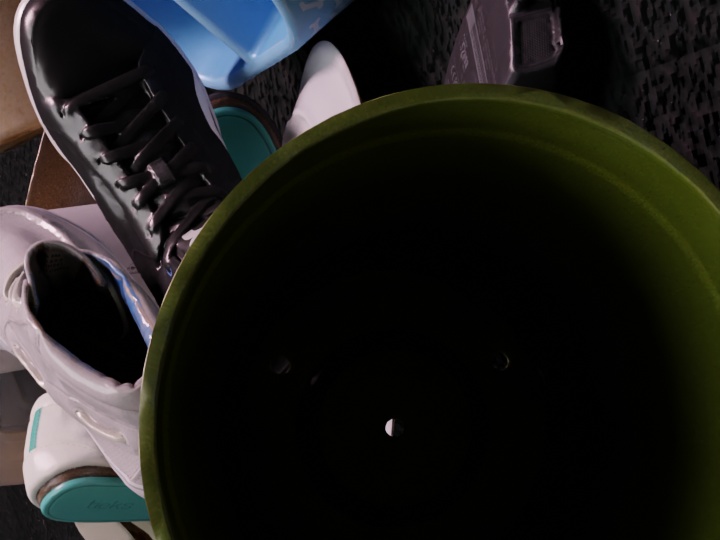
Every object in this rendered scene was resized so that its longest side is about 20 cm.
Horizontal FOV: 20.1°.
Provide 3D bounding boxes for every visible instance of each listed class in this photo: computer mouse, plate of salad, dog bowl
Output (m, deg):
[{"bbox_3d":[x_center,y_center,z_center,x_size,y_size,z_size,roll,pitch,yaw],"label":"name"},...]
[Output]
[{"bbox_3d":[0.069,-0.097,0.678,0.200,0.034,0.059,114,155,-52],"label":"computer mouse"},{"bbox_3d":[0.000,0.000,0.887,0.200,0.048,0.201,175,90,-79],"label":"plate of salad"},{"bbox_3d":[-0.064,-0.133,0.889,0.111,0.050,0.200,40,165,-12],"label":"dog bowl"}]

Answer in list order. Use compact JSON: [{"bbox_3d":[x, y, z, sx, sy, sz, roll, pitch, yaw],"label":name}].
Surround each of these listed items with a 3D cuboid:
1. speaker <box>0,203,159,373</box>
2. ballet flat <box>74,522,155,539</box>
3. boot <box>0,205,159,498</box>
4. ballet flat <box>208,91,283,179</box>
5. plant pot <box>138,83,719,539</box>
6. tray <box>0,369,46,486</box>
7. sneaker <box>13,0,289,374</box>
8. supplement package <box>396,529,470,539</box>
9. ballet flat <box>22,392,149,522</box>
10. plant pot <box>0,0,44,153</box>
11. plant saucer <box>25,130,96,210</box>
[{"bbox_3d":[-0.147,0.007,1.056,0.081,0.199,0.082,21,116,54],"label":"speaker"},{"bbox_3d":[-0.092,0.146,1.048,0.069,0.200,0.063,-39,24,32],"label":"ballet flat"},{"bbox_3d":[-0.128,0.011,0.907,0.200,0.073,0.096,42,160,35],"label":"boot"},{"bbox_3d":[-0.061,-0.009,1.018,0.073,0.073,0.201,-132,28,-53],"label":"ballet flat"},{"bbox_3d":[0.025,0.053,0.684,0.193,0.199,0.201,144,112,-82],"label":"plant pot"},{"bbox_3d":[-0.139,0.061,1.100,0.022,0.199,0.108,-54,51,38],"label":"tray"},{"bbox_3d":[-0.077,-0.038,0.879,0.201,0.073,0.112,61,170,-15],"label":"sneaker"},{"bbox_3d":[-0.024,0.195,0.852,0.191,0.199,0.148,149,106,-69],"label":"supplement package"},{"bbox_3d":[-0.079,0.095,0.991,0.069,0.199,0.070,-17,65,42],"label":"ballet flat"},{"bbox_3d":[-0.241,-0.167,1.263,0.184,0.200,0.200,66,160,-4],"label":"plant pot"},{"bbox_3d":[-0.150,-0.053,1.167,0.200,0.035,0.201,15,-90,-88],"label":"plant saucer"}]
